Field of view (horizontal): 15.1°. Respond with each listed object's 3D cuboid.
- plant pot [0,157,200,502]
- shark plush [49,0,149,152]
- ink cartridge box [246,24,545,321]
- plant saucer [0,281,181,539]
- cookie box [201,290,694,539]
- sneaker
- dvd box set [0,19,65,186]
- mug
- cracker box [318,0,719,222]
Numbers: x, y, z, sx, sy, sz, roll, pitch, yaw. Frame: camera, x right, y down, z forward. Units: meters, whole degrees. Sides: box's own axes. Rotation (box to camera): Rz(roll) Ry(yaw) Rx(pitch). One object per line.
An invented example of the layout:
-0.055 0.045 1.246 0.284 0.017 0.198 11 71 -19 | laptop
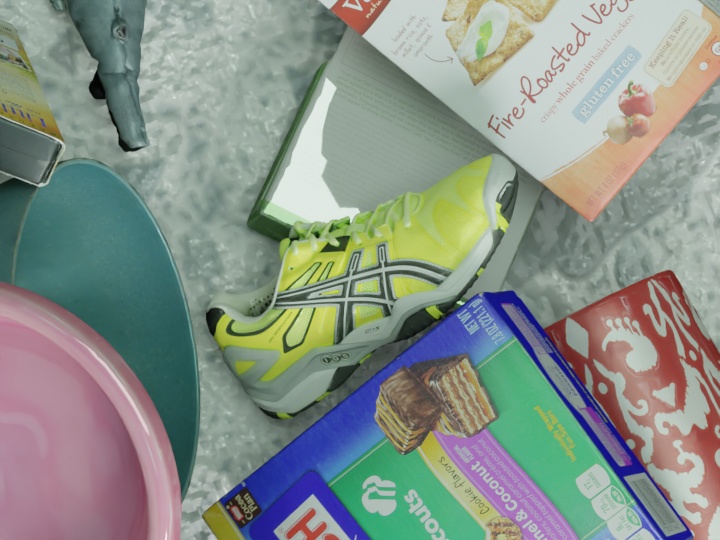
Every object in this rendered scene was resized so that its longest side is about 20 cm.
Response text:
-0.187 0.052 1.420 0.134 0.200 0.201 -10 83 21 | plant pot
-0.150 -0.167 1.496 0.091 0.083 0.201 5 81 -12 | shark plush
0.042 -0.086 1.545 0.145 0.048 0.200 26 76 -8 | ink cartridge box
-0.172 0.097 1.290 0.200 0.051 0.201 6 107 20 | plant saucer
0.045 0.137 1.442 0.200 0.075 0.171 -39 77 14 | cookie box
0.000 0.000 1.465 0.200 0.075 0.076 -39 107 18 | sneaker
-0.235 -0.112 1.402 0.146 0.200 0.029 20 105 -22 | dvd box set
0.154 0.117 1.492 0.177 0.133 0.200 -21 83 -39 | mug
0.093 -0.142 1.482 0.200 0.058 0.134 38 108 -4 | cracker box
